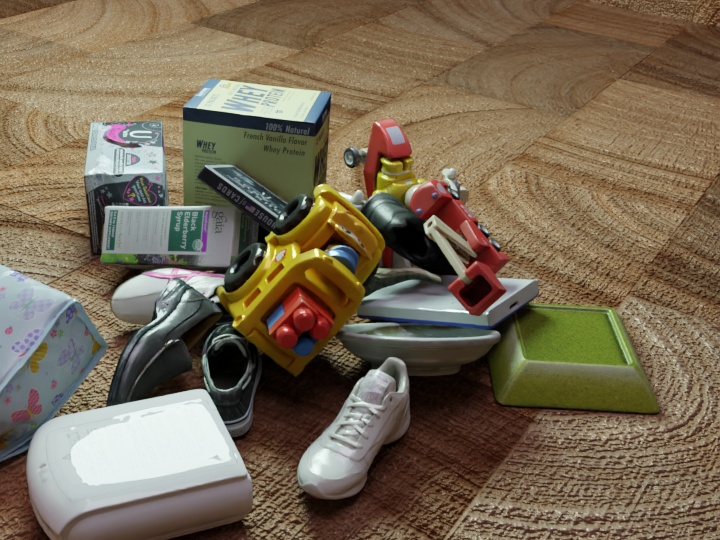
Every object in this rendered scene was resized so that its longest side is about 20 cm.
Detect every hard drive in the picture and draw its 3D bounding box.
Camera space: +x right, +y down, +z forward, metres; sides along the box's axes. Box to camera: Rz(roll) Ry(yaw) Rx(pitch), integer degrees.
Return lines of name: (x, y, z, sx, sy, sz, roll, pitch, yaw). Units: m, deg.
hard drive: (0.112, 0.038, 1.360, 0.199, 0.025, 0.132, 3, 20, 38)

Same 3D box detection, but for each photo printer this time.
photo printer: (-0.225, 0.199, 1.034, 0.199, 0.070, 0.166, -9, 32, -23)

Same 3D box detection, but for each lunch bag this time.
lunch bag: (-0.405, 0.105, 1.122, 0.169, 0.127, 0.200, 19, 57, 24)

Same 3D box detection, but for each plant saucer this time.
plant saucer: (0.067, 0.095, 1.249, 0.199, 0.050, 0.200, 1, 3, 0)
plant saucer: (0.260, 0.097, 1.316, 0.199, 0.048, 0.200, 3, 28, -2)

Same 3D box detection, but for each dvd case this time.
dvd case: (-0.136, -0.092, 1.413, 0.150, 0.025, 0.200, 36, 6, -1)

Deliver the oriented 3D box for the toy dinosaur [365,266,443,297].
toy dinosaur: (0.000, 0.000, 1.356, 0.199, 0.088, 0.047, -15, 7, 9)

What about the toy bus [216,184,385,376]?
toy bus: (-0.058, 0.019, 1.209, 0.136, 0.200, 0.192, 41, 5, -20)

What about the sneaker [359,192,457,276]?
sneaker: (0.087, -0.031, 1.396, 0.200, 0.076, 0.091, 22, 15, -36)

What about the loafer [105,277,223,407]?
loafer: (-0.226, 0.095, 1.201, 0.072, 0.073, 0.200, 23, 53, 3)

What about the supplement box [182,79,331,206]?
supplement box: (-0.155, -0.164, 1.576, 0.199, 0.200, 0.134, 7, 29, 6)

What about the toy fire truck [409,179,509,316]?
toy fire truck: (0.119, -0.035, 1.298, 0.200, 0.049, 0.141, 53, 21, 20)

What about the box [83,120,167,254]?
box: (-0.344, -0.129, 1.555, 0.114, 0.133, 0.200, -3, 30, -11)

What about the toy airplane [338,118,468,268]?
toy airplane: (0.054, -0.086, 1.475, 0.141, 0.199, 0.200, 6, 61, 54)

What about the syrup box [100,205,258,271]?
syrup box: (-0.240, -0.042, 1.400, 0.199, 0.079, 0.081, 1, -6, 22)

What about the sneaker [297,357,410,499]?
sneaker: (-0.007, 0.162, 1.105, 0.075, 0.100, 0.200, 18, 33, 20)

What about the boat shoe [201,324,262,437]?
boat shoe: (-0.147, 0.108, 1.211, 0.072, 0.071, 0.200, -1, 28, -10)

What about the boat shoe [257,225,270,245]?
boat shoe: (-0.111, -0.011, 1.430, 0.200, 0.070, 0.070, 37, 73, 21)

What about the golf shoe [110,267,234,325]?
golf shoe: (-0.212, 0.034, 1.315, 0.199, 0.073, 0.092, -5, 8, -15)
